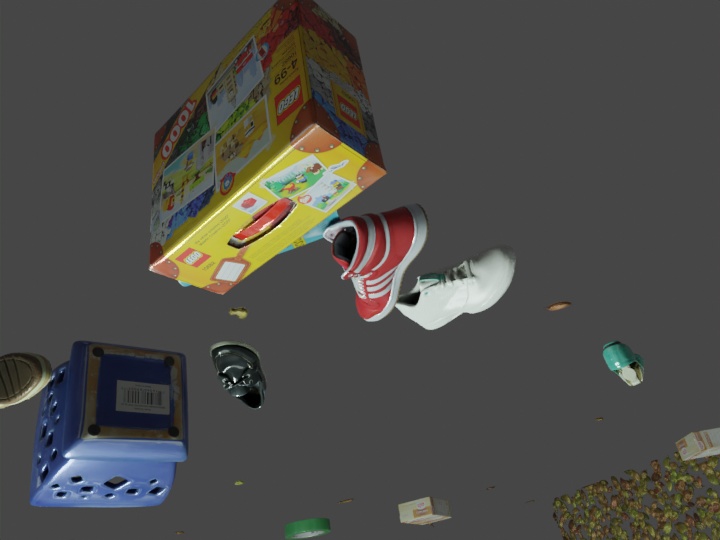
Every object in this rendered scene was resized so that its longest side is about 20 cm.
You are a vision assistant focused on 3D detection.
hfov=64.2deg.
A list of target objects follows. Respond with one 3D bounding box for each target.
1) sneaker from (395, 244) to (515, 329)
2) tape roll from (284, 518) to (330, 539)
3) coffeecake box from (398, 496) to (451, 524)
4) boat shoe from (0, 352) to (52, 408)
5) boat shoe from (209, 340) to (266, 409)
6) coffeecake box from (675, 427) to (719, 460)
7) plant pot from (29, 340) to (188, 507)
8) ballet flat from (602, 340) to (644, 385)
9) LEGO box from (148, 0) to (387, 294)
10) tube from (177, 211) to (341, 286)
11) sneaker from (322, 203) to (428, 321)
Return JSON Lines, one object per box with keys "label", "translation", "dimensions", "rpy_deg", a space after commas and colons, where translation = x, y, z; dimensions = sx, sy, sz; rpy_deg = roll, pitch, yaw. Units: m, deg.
{"label": "sneaker", "translation": [0.125, 0.021, 0.807], "dimensions": [0.088, 0.076, 0.199], "rpy_deg": [25, 137, -27]}
{"label": "tape roll", "translation": [-0.228, 1.115, 2.479], "dimensions": [0.196, 0.049, 0.202], "rpy_deg": [-8, 149, -5]}
{"label": "coffeecake box", "translation": [0.276, 1.027, 2.451], "dimensions": [0.152, 0.074, 0.199], "rpy_deg": [-24, 146, 23]}
{"label": "boat shoe", "translation": [-0.516, 0.168, 0.858], "dimensions": [0.197, 0.073, 0.076], "rpy_deg": [-18, 163, 26]}
{"label": "boat shoe", "translation": [-0.201, 0.182, 0.963], "dimensions": [0.073, 0.067, 0.201], "rpy_deg": [-8, 149, -3]}
{"label": "coffeecake box", "translation": [1.335, 0.653, 2.182], "dimensions": [0.196, 0.074, 0.154], "rpy_deg": [-10, 149, -2]}
{"label": "plant pot", "translation": [-0.364, 0.224, 0.865], "dimensions": [0.197, 0.203, 0.180], "rpy_deg": [15, 135, -34]}
{"label": "ballet flat", "translation": [0.575, 0.211, 1.242], "dimensions": [0.067, 0.071, 0.199], "rpy_deg": [-28, 145, 27]}
{"label": "LEGO box", "translation": [-0.085, -0.097, 0.467], "dimensions": [0.199, 0.151, 0.077], "rpy_deg": [-32, 143, 31]}
{"label": "tube", "translation": [-0.119, -0.037, 0.663], "dimensions": [0.197, 0.051, 0.078], "rpy_deg": [-19, 158, 1]}
{"label": "sneaker", "translation": [0.000, 0.000, 0.710], "dimensions": [0.111, 0.072, 0.202], "rpy_deg": [-10, 144, -28]}
